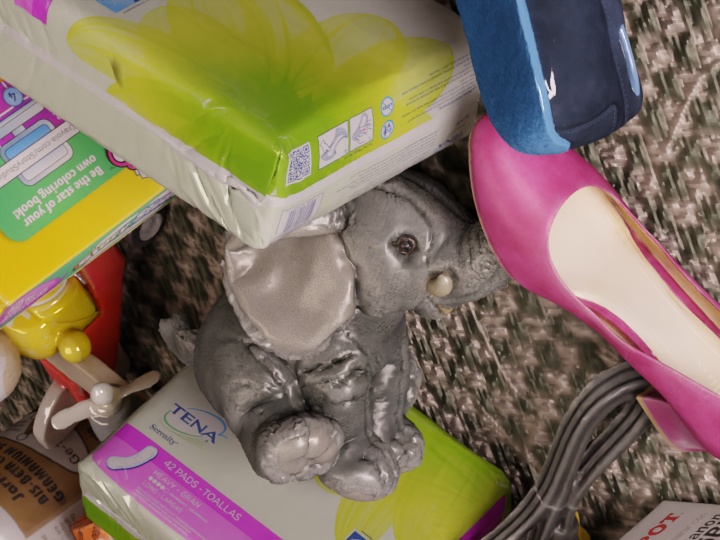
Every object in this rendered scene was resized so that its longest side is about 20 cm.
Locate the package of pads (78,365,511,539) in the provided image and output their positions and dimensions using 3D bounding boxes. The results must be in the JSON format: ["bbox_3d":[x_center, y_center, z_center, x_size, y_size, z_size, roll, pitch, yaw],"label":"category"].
[{"bbox_3d":[-0.033,0.120,1.262,0.199,0.154,0.068,34,150,27],"label":"package of pads"}]

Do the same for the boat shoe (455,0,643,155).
[{"bbox_3d":[0.071,-0.151,0.985,0.084,0.068,0.202,8,109,62],"label":"boat shoe"}]

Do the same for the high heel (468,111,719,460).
[{"bbox_3d":[0.126,0.007,1.045,0.201,0.067,0.096,58,155,-13],"label":"high heel"}]

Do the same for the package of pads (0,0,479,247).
[{"bbox_3d":[-0.059,-0.104,1.094,0.199,0.154,0.069,34,134,28],"label":"package of pads"}]

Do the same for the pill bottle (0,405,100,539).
[{"bbox_3d":[-0.221,0.167,1.486,0.114,0.200,0.115,30,139,31],"label":"pill bottle"}]

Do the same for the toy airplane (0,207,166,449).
[{"bbox_3d":[-0.190,0.040,1.395,0.199,0.141,0.200,-12,109,53],"label":"toy airplane"}]

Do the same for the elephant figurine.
[{"bbox_3d":[0.000,0.000,1.168,0.142,0.154,0.201,-106,30,-58],"label":"elephant figurine"}]

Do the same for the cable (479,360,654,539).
[{"bbox_3d":[0.089,0.115,1.175,0.050,0.096,0.201,-116,27,-44],"label":"cable"}]

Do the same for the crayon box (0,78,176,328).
[{"bbox_3d":[-0.171,-0.091,1.203,0.173,0.200,0.058,51,146,1],"label":"crayon box"}]

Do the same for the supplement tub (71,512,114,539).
[{"bbox_3d":[-0.086,0.216,1.433,0.122,0.122,0.201,-22,101,55],"label":"supplement tub"}]

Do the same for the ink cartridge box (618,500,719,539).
[{"bbox_3d":[0.179,0.179,1.063,0.199,0.146,0.083,-2,116,50],"label":"ink cartridge box"}]
